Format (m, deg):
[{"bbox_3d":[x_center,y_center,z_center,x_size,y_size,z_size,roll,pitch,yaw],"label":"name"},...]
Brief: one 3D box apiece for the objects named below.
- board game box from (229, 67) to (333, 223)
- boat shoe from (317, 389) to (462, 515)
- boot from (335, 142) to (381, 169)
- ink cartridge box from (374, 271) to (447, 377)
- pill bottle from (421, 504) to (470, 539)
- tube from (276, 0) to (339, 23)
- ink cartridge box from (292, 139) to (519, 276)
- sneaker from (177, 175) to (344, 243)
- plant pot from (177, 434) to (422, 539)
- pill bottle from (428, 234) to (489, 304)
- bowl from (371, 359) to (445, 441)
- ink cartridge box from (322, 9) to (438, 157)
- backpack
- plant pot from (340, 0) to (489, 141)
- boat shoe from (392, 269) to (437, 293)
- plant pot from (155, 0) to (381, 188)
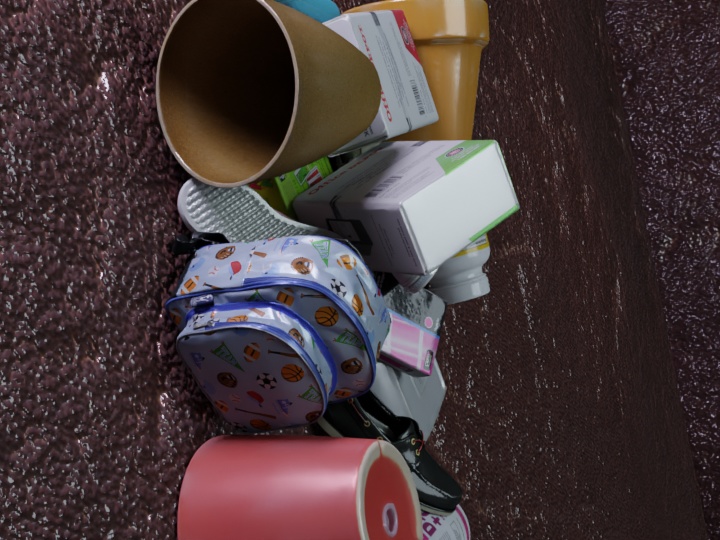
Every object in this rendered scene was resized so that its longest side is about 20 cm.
[{"bbox_3d":[-0.093,-0.141,1.462,0.102,0.047,0.202,-43,119,-48],"label":"board game box"},{"bbox_3d":[0.041,0.199,1.491,0.201,0.063,0.074,41,20,-8],"label":"boat shoe"},{"bbox_3d":[-0.008,-0.116,1.634,0.200,0.071,0.157,3,76,-72],"label":"boot"},{"bbox_3d":[0.011,0.042,1.505,0.199,0.037,0.096,28,67,-30],"label":"ink cartridge box"},{"bbox_3d":[0.044,0.327,1.481,0.200,0.112,0.115,-31,107,-65],"label":"pill bottle"},{"bbox_3d":[-0.083,-0.308,1.556,0.200,0.076,0.051,-6,86,-70],"label":"tube"},{"bbox_3d":[0.045,-0.070,1.402,0.145,0.199,0.085,-34,112,-28],"label":"ink cartridge box"},{"bbox_3d":[-0.115,-0.036,1.375,0.199,0.104,0.076,23,78,-27],"label":"sneaker"},{"bbox_3d":[-0.047,0.243,1.245,0.200,0.175,0.203,43,41,-53],"label":"plant pot"},{"bbox_3d":[0.115,-0.058,1.831,0.112,0.111,0.203,-23,100,-66],"label":"pill bottle"},{"bbox_3d":[0.039,0.131,1.618,0.202,0.074,0.200,67,25,-19],"label":"bowl"},{"bbox_3d":[0.007,-0.223,1.557,0.200,0.083,0.146,-30,102,-67],"label":"ink cartridge box"},{"bbox_3d":[-0.072,0.055,1.260,0.201,0.188,0.155,57,28,-36],"label":"backpack"},{"bbox_3d":[0.076,-0.251,1.750,0.200,0.198,0.186,-8,93,-66],"label":"plant pot"},{"bbox_3d":[0.047,-0.042,1.540,0.068,0.072,0.201,38,25,-17],"label":"boat shoe"},{"bbox_3d":[-0.072,-0.182,1.334,0.199,0.185,0.189,-9,87,-52],"label":"plant pot"}]
